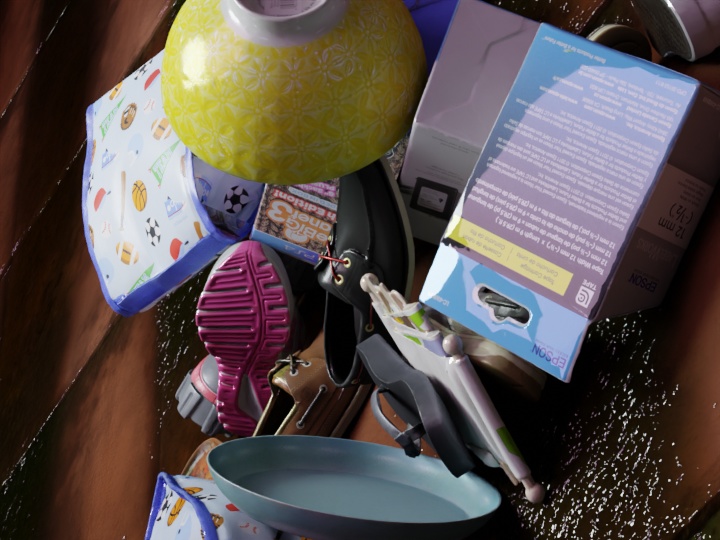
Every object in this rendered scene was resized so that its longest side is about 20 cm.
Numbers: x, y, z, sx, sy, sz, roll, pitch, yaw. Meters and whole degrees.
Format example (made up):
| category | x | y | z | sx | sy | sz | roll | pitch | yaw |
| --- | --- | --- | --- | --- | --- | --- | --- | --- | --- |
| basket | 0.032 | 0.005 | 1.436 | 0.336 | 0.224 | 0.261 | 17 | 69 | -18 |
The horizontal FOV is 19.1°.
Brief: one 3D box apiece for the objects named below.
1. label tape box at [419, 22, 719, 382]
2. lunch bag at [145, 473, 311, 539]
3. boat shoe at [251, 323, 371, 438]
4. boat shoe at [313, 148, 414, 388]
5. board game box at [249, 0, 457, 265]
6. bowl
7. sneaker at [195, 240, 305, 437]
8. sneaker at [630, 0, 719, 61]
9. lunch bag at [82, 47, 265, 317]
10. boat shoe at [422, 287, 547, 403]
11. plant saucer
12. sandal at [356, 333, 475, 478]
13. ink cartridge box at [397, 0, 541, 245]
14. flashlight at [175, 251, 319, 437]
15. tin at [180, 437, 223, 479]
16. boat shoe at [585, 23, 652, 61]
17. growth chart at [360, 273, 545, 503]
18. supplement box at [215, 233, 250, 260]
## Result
| category | x | y | z | sx | sy | sz | roll | pitch | yaw |
| --- | --- | --- | --- | --- | --- | --- | --- | --- | --- |
| label tape box | 0.140 | -0.041 | 1.367 | 0.143 | 0.066 | 0.202 | 28 | 97 | 44 |
| lunch bag | -0.052 | 0.220 | 1.457 | 0.200 | 0.168 | 0.125 | -173 | 93 | -70 |
| boat shoe | -0.038 | 0.095 | 1.713 | 0.072 | 0.068 | 0.202 | 0 | 67 | 69 |
| boat shoe | 0.001 | 0.001 | 1.589 | 0.074 | 0.063 | 0.203 | -128 | 30 | -50 |
| board game box | -0.004 | -0.121 | 1.701 | 0.201 | 0.096 | 0.160 | 111 | 180 | -56 |
| bowl | -0.052 | -0.171 | 1.539 | 0.108 | 0.198 | 0.202 | 85 | -170 | -53 |
| sneaker | -0.089 | 0.045 | 1.792 | 0.089 | 0.080 | 0.201 | -76 | -9 | -46 |
| sneaker | 0.224 | -0.186 | 1.406 | 0.084 | 0.073 | 0.200 | -30 | 18 | 1 |
| lunch bag | -0.153 | -0.075 | 1.830 | 0.170 | 0.123 | 0.202 | -34 | 44 | 42 |
| boat shoe | 0.093 | 0.044 | 1.467 | 0.065 | 0.073 | 0.200 | -51 | 19 | -5 |
| plant saucer | -0.006 | 0.149 | 1.420 | 0.200 | 0.198 | 0.028 | -149 | 65 | -69 |
| sandal | 0.032 | 0.102 | 1.492 | 0.043 | 0.077 | 0.200 | -31 | 16 | -6 |
| ink cartridge box | 0.074 | -0.095 | 1.575 | 0.200 | 0.066 | 0.117 | 103 | -173 | -64 |
| flashlight | -0.091 | 0.053 | 1.890 | 0.068 | 0.068 | 0.201 | 50 | 117 | 38 |
| tin | -0.118 | 0.211 | 1.830 | 0.113 | 0.042 | 0.200 | -64 | 21 | -3 |
| boat shoe | 0.133 | -0.085 | 1.485 | 0.202 | 0.071 | 0.066 | -65 | 26 | 16 |
| growth chart | 0.055 | 0.072 | 1.446 | 0.018 | 0.146 | 0.200 | -31 | 18 | -8 |
| supplement box | -0.064 | -0.107 | 1.931 | 0.201 | 0.102 | 0.131 | -58 | 23 | 22 |
